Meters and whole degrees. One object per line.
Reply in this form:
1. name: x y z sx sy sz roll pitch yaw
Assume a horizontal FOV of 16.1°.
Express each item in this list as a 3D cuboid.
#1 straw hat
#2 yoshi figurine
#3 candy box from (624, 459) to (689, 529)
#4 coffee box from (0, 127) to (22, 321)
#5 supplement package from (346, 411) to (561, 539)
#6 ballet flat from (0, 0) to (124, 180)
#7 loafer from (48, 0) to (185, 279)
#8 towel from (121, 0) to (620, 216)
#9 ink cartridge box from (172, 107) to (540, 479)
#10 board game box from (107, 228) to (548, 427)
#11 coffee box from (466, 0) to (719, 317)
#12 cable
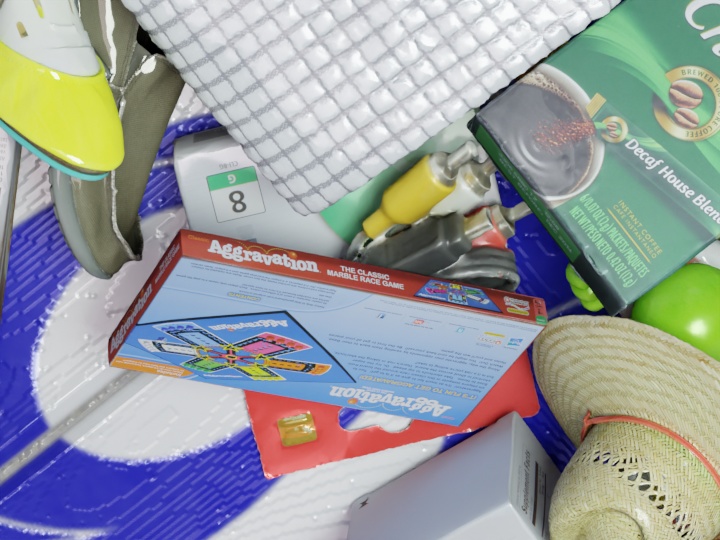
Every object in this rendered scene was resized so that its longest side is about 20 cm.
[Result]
1. straw hat: 0.138 0.116 1.278 0.201 0.201 0.085 49 66 -15
2. yoshi figurine: 0.151 -0.026 1.279 0.112 0.112 0.200 -14 100 41
3. candy box: 0.242 0.112 1.377 0.200 0.026 0.102 7 112 7
4. coffee box: -0.220 0.001 1.294 0.080 0.114 0.200 8 106 -6
5. supplement package: 0.090 0.198 1.367 0.114 0.110 0.200 -31 107 16
6. ballet flat: -0.174 -0.126 1.230 0.067 0.200 0.067 -4 131 -48
7. loafer: -0.121 -0.092 1.290 0.070 0.075 0.200 -1 107 2
8. towel: 0.001 -0.147 1.230 0.200 0.086 0.166 -36 104 10
9. ink cartridge box: 0.001 0.009 1.344 0.161 0.050 0.200 -13 106 1
10. board game box: -0.017 0.032 1.292 0.200 0.019 0.103 11 140 -23
11. coffee box: 0.165 -0.085 1.234 0.200 0.044 0.123 -36 86 -9
12. cable: 0.000 0.000 1.312 0.200 0.050 0.097 -24 141 23
